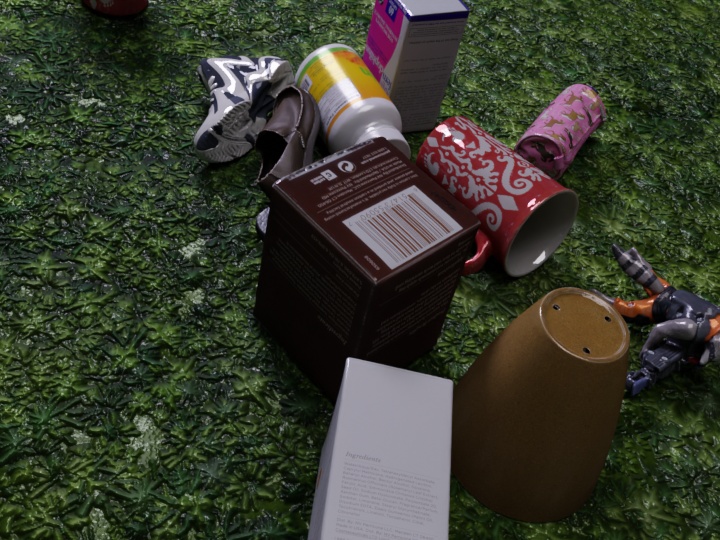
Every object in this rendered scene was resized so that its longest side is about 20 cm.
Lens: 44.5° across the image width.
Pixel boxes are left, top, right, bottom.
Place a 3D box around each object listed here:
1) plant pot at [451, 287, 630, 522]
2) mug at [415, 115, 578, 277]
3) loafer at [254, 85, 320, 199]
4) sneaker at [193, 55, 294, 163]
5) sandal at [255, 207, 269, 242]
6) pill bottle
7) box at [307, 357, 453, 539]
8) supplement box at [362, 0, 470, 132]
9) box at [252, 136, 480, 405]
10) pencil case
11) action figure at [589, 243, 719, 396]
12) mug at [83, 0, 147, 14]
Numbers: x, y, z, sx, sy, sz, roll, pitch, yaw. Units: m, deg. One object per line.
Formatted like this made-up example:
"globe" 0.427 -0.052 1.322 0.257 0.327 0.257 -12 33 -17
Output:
"plant pot" 0.191 0.121 0.899 0.181 0.203 0.189 8 45 -8
"mug" 0.158 -0.101 1.158 0.175 0.135 0.200 -20 51 -34
"loafer" -0.100 -0.175 1.160 0.071 0.072 0.204 31 42 -37
"sneaker" -0.194 -0.233 1.223 0.127 0.080 0.201 18 61 29
"sandal" -0.043 -0.047 1.113 0.196 0.043 0.077 -5 55 -34
"pill bottle" -0.008 -0.213 1.226 0.109 0.112 0.202 -11 51 -26
"box" 0.013 0.211 0.790 0.104 0.154 0.203 12 45 -3
"supplement box" 0.070 -0.311 1.283 0.101 0.203 0.102 -12 49 -25
"box" 0.000 0.000 0.957 0.164 0.203 0.164 -28 58 -36
"pencil case" 0.307 -0.211 1.343 0.083 0.086 0.200 52 48 -8
"action figure" 0.370 0.061 1.084 0.192 0.106 0.198 33 44 29
"mug" -0.367 -0.488 1.312 0.130 0.202 0.180 0 47 -17
